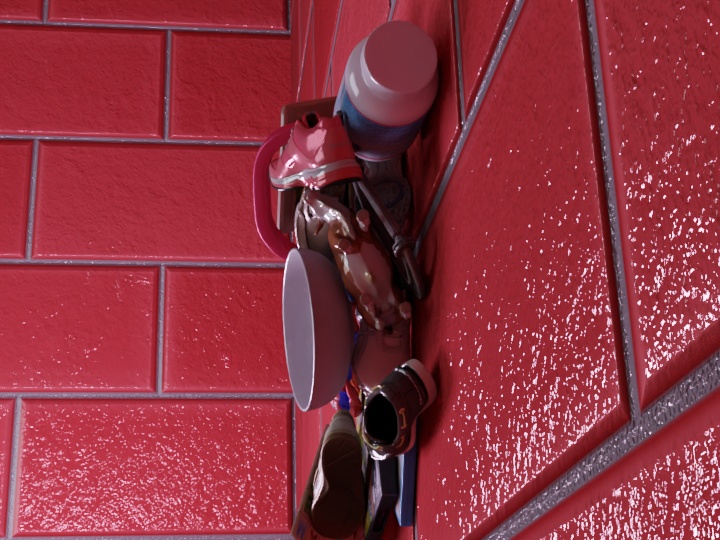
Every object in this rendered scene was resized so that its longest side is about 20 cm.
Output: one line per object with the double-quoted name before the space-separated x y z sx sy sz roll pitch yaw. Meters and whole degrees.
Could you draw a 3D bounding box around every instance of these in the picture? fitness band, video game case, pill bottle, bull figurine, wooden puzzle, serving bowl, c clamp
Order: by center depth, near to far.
"pill bottle" 0.031 -0.205 1.414 0.200 0.107 0.111 120 150 -75
"c clamp" 0.021 -0.064 1.446 0.202 0.027 0.171 59 172 24
"bull figurine" -0.001 -0.016 1.462 0.202 0.065 0.121 61 176 -4
"serving bowl" -0.048 0.071 1.548 0.200 0.065 0.204 176 90 -76
"video game case" 0.047 0.221 1.595 0.200 0.017 0.146 -119 31 -76
"fitness band" -0.072 -0.099 1.645 0.038 0.141 0.203 -67 -19 -58
"video game case" 0.020 0.236 1.646 0.182 0.025 0.203 103 165 -58
"wooden puzzle" -0.029 -0.149 1.721 0.046 0.198 0.188 29 125 43

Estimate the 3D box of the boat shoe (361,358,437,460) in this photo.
"boat shoe" 0.030 0.171 1.430 0.072 0.060 0.202 50 151 19

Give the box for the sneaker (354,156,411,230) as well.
"sneaker" 0.033 -0.098 1.613 0.088 0.073 0.202 81 -170 -51

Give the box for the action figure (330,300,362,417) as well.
"action figure" -0.028 0.132 1.666 0.065 0.051 0.203 28 130 49

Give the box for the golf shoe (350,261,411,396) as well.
"golf shoe" 0.031 0.070 1.541 0.098 0.077 0.202 109 160 -49

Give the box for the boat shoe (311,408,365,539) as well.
"boat shoe" -0.025 0.276 1.648 0.063 0.072 0.202 -86 4 -53

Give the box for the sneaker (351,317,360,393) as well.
"sneaker" -0.022 0.129 1.786 0.073 0.076 0.202 -93 -18 -66

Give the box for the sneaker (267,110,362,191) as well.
"sneaker" -0.055 -0.142 1.448 0.199 0.073 0.088 6 106 65

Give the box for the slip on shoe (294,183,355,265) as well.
"slip on shoe" -0.039 -0.079 1.577 0.061 0.075 0.202 -109 26 -53

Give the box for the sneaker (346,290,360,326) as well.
"sneaker" 0.000 0.000 1.678 0.201 0.069 0.079 87 161 -57

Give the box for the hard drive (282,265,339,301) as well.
"hard drive" -0.046 -0.011 1.825 0.202 0.032 0.140 -69 -28 -21

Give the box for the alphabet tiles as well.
"alphabet tiles" -0.030 0.342 1.751 0.201 0.007 0.169 57 -139 -44
